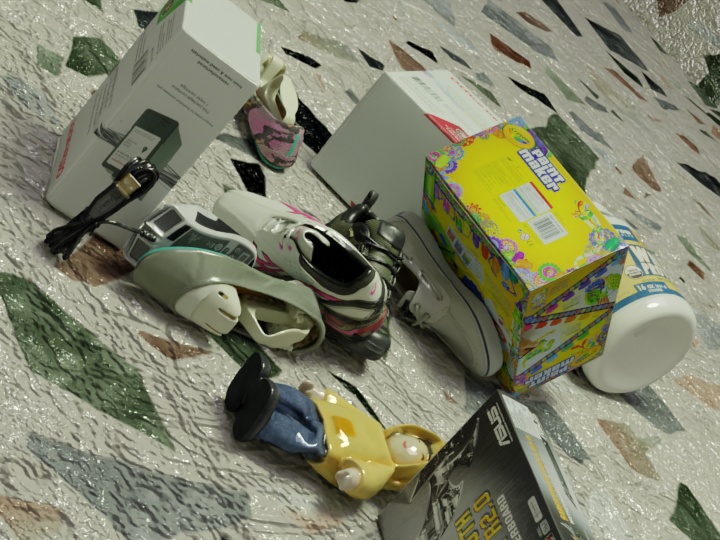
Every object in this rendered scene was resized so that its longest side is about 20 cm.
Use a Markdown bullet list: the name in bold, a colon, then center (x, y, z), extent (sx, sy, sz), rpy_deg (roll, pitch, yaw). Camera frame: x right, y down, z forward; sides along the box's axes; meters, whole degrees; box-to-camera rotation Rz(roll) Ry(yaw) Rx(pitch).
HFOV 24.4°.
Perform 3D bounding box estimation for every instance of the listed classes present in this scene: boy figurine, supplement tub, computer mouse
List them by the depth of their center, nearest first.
- **boy figurine**: center (-0.014, 0.140, 1.368), extent (0.199, 0.065, 0.125), rpy_deg (25, 24, -27)
- **computer mouse**: center (-0.167, -0.030, 1.412), extent (0.200, 0.110, 0.044), rpy_deg (28, 22, -52)
- **supplement tub**: center (0.288, 0.028, 1.959), extent (0.144, 0.145, 0.200), rpy_deg (19, 30, -42)

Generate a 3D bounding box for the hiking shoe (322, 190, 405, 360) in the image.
- **hiking shoe**: center (0.000, 0.000, 1.602), extent (0.076, 0.101, 0.200), rpy_deg (26, 26, -30)

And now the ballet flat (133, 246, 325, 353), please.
- **ballet flat**: center (-0.105, 0.029, 1.427), extent (0.199, 0.067, 0.064), rpy_deg (17, 40, -44)

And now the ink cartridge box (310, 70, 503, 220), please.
- **ink cartridge box**: center (0.072, -0.131, 1.907), extent (0.145, 0.145, 0.200), rpy_deg (45, 23, 13)

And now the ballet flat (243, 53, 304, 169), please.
- **ballet flat**: center (-0.105, -0.195, 1.840), extent (0.069, 0.071, 0.200), rpy_deg (20, 30, -40)

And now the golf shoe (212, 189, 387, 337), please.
- **golf shoe**: center (-0.055, -0.025, 1.529), extent (0.200, 0.092, 0.073), rpy_deg (33, 63, 20)

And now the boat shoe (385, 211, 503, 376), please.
- **boat shoe**: center (0.070, 0.031, 1.718), extent (0.070, 0.071, 0.200), rpy_deg (-23, 72, -30)

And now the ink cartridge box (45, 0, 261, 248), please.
- **ink cartridge box**: center (-0.178, -0.139, 1.446), extent (0.084, 0.200, 0.146), rpy_deg (35, 22, -20)

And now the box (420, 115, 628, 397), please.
- **box**: center (0.161, -0.013, 1.735), extent (0.122, 0.193, 0.200), rpy_deg (-24, 57, -19)

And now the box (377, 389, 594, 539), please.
- **box**: center (0.098, 0.214, 1.282), extent (0.048, 0.158, 0.200), rpy_deg (29, 25, -31)
